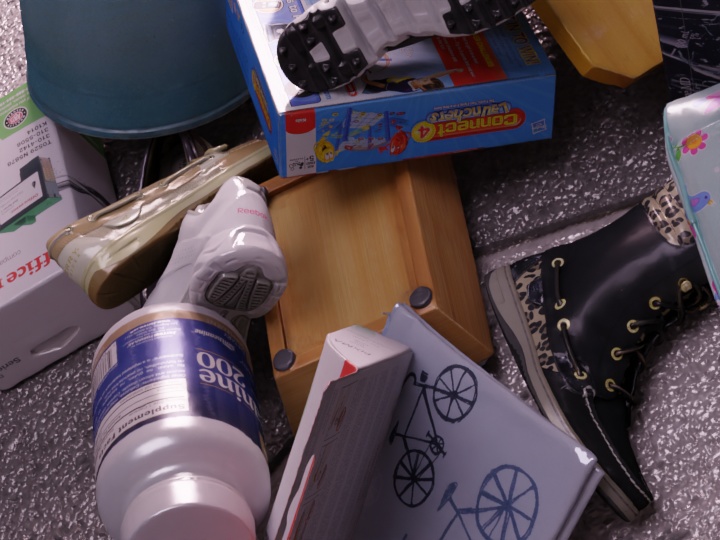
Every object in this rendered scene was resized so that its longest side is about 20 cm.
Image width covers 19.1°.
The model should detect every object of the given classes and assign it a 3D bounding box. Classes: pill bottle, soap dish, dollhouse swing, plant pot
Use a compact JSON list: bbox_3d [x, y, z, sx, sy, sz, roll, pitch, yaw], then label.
[{"bbox_3d":[-0.115,0.118,1.375,0.111,0.111,0.200,-31,32,12],"label":"pill bottle"},{"bbox_3d":[0.000,0.000,1.501,0.157,0.081,0.201,-24,52,17],"label":"soap dish"},{"bbox_3d":[0.137,-0.212,1.515,0.200,0.177,0.181,-32,8,-35],"label":"dollhouse swing"},{"bbox_3d":[-0.174,-0.235,1.629,0.198,0.189,0.201,-5,40,4],"label":"plant pot"}]

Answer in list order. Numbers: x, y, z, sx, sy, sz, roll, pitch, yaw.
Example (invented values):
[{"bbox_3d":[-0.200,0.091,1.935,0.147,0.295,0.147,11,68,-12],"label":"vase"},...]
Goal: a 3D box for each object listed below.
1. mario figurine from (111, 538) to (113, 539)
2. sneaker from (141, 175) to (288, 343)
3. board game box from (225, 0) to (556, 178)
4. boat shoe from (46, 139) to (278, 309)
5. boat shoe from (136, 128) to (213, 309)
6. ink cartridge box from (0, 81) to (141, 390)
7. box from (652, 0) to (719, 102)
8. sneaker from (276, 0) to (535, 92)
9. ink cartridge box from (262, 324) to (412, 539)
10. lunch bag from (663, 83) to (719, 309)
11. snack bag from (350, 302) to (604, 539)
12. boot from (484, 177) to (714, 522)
[{"bbox_3d":[-0.129,0.242,1.421,0.200,0.106,0.123,-45,50,-2],"label":"mario figurine"},{"bbox_3d":[-0.106,0.007,1.498,0.200,0.077,0.100,-45,37,45],"label":"sneaker"},{"bbox_3d":[0.017,-0.157,1.517,0.194,0.056,0.201,-8,40,-10],"label":"board game box"},{"bbox_3d":[-0.134,-0.047,1.547,0.063,0.073,0.200,40,58,21],"label":"boat shoe"},{"bbox_3d":[-0.143,-0.023,1.611,0.071,0.065,0.201,-12,58,23],"label":"boat shoe"},{"bbox_3d":[-0.266,-0.030,1.677,0.146,0.084,0.201,-30,51,13],"label":"ink cartridge box"},{"bbox_3d":[0.281,-0.176,1.333,0.181,0.200,0.105,6,66,17],"label":"box"},{"bbox_3d":[0.040,-0.185,1.414,0.199,0.067,0.091,-21,21,24],"label":"sneaker"},{"bbox_3d":[-0.034,0.123,1.310,0.050,0.200,0.162,20,99,16],"label":"ink cartridge box"},{"bbox_3d":[0.260,-0.018,1.307,0.077,0.160,0.201,-27,58,21],"label":"lunch bag"},{"bbox_3d":[0.048,0.149,1.376,0.200,0.021,0.190,38,110,38],"label":"snack bag"},{"bbox_3d":[0.180,0.044,1.373,0.153,0.074,0.204,-31,53,8],"label":"boot"}]
